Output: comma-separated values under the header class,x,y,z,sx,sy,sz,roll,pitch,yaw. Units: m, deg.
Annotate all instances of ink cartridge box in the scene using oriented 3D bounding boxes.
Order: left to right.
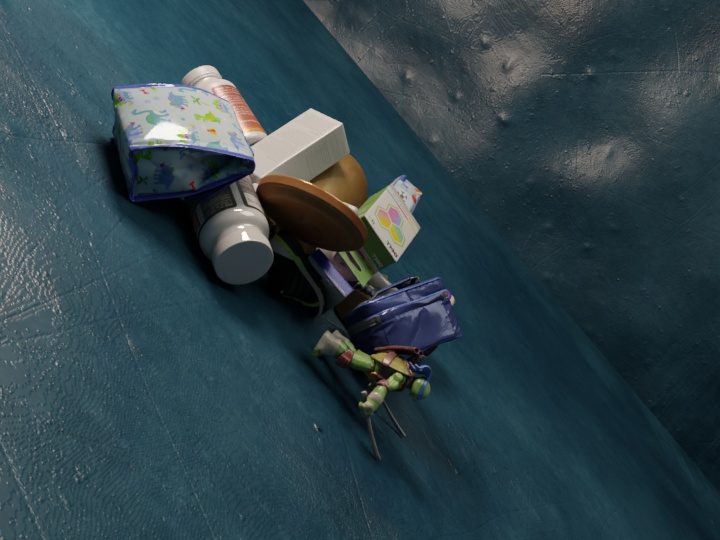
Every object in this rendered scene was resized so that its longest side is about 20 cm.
class,x,y,z,sx,sy,sz,roll,pitch,yaw
ink cartridge box,-0.062,0.015,1.729,0.095,0.037,0.200,50,-11,0
ink cartridge box,0.032,-0.066,1.790,0.104,0.059,0.200,55,34,-11

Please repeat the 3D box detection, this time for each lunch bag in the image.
class,x,y,z,sx,sy,sz,roll,pitch,yaw
lunch bag,-0.278,-0.203,1.535,0.198,0.128,0.171,-9,48,-20
lunch bag,0.031,-0.095,1.978,0.076,0.160,0.200,46,52,-7
lunch bag,0.078,0.086,1.748,0.134,0.198,0.136,68,-25,4

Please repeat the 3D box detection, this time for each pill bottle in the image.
class,x,y,z,sx,sy,sz,roll,pitch,yaw
pill bottle,-0.265,-0.290,1.876,0.201,0.112,0.112,57,19,21
pill bottle,-0.212,-0.082,1.573,0.116,0.116,0.201,31,26,-45

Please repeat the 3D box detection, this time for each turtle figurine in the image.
class,x,y,z,sx,sy,sz,roll,pitch,yaw
turtle figurine,0.004,0.194,1.610,0.193,0.201,0.144,33,38,12

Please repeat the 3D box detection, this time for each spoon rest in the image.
class,x,y,z,sx,sy,sz,roll,pitch,yaw
spoon rest,0.000,0.000,1.826,0.200,0.100,0.061,40,6,-22

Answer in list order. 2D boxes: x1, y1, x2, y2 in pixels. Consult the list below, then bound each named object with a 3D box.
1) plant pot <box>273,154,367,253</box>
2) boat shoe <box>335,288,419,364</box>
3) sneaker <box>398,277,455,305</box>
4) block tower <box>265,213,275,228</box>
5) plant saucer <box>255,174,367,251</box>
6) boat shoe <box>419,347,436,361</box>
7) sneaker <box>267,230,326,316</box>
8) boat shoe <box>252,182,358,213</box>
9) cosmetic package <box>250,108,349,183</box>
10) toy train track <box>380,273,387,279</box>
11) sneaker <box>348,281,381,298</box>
class,x,y,z,sx,sy,sz,roll,pitch,yaw
plant pot,-0.093,-0.118,1.875,0.186,0.186,0.201,45,29,-15
boat shoe,0.028,0.113,1.859,0.200,0.073,0.065,43,-11,8
sneaker,0.119,0.054,1.972,0.100,0.069,0.200,60,33,1
block tower,-0.232,-0.144,1.754,0.201,0.058,0.054,54,18,7
plant saucer,-0.084,-0.087,1.610,0.199,0.033,0.201,24,-19,8
boat shoe,0.089,0.091,2.035,0.201,0.068,0.072,55,18,15
sneaker,-0.125,0.016,1.681,0.072,0.083,0.201,37,-21,45
boat shoe,-0.098,-0.116,1.702,0.198,0.066,0.074,24,-19,9
cosmetic package,-0.128,-0.210,1.817,0.101,0.199,0.072,32,-32,42
toy train track,-0.001,0.002,2.050,0.113,0.033,0.200,16,15,-3
sneaker,-0.002,0.041,1.904,0.200,0.075,0.085,38,16,-34
